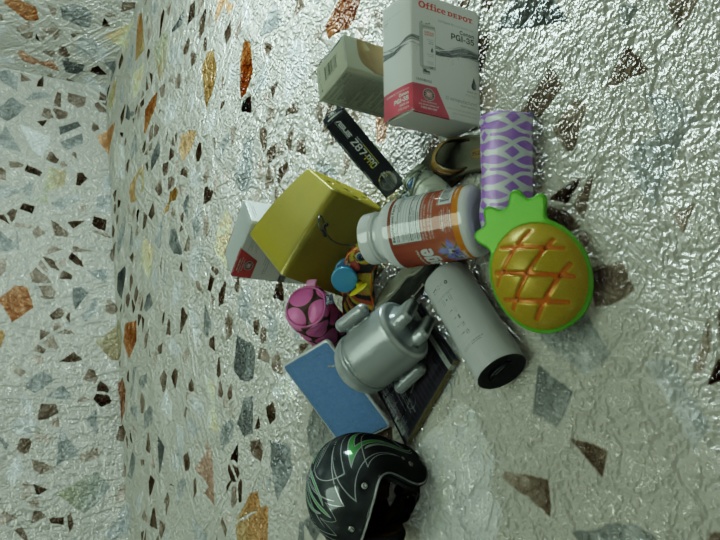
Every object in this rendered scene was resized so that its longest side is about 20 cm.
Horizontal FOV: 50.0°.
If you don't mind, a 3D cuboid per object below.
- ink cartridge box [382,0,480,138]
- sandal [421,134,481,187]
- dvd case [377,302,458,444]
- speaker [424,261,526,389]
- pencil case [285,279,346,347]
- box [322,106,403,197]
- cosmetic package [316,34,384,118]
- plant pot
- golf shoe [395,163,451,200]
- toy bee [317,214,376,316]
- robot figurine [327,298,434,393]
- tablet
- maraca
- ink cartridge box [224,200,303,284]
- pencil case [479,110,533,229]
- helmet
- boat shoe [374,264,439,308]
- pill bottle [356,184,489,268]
[{"bbox_3d":[0.115,-0.333,1.260,0.083,0.146,0.201,-13,75,56],"label":"ink cartridge box"},{"bbox_3d":[0.154,-0.181,1.264,0.200,0.054,0.082,-2,83,59],"label":"sandal"},{"bbox_3d":[0.093,0.180,1.349,0.201,0.016,0.149,-65,35,29],"label":"dvd case"},{"bbox_3d":[0.171,0.081,1.172,0.081,0.081,0.200,-62,38,33],"label":"speaker"},{"bbox_3d":[-0.067,0.095,1.443,0.200,0.090,0.094,58,-150,-62],"label":"pencil case"},{"bbox_3d":[0.001,-0.212,1.364,0.049,0.161,0.200,-38,12,4],"label":"box"},{"bbox_3d":[0.034,-0.327,1.343,0.105,0.199,0.071,-37,52,49],"label":"cosmetic package"},{"bbox_3d":[-0.064,-0.078,1.490,0.177,0.199,0.200,-61,34,12],"label":"plant pot"},{"bbox_3d":[0.104,-0.080,1.315,0.097,0.078,0.200,31,141,17],"label":"golf shoe"},{"bbox_3d":[0.000,0.000,1.367,0.131,0.108,0.201,-87,-17,-51],"label":"toy bee"},{"bbox_3d":[0.035,0.133,1.305,0.200,0.113,0.170,-40,93,28],"label":"robot figurine"},{"bbox_3d":[-0.044,0.230,1.429,0.130,0.014,0.200,-33,96,34],"label":"tablet"},{"bbox_3d":[0.233,-0.012,1.043,0.137,0.107,0.201,-31,71,22],"label":"maraca"},{"bbox_3d":[-0.169,-0.056,1.642,0.147,0.199,0.083,-63,34,30],"label":"ink cartridge box"},{"bbox_3d":[0.211,-0.137,1.135,0.085,0.084,0.201,170,103,-70],"label":"pencil case"},{"bbox_3d":[-0.001,0.371,1.306,0.200,0.190,0.201,-14,73,58],"label":"helmet"},{"bbox_3d":[0.099,0.015,1.339,0.200,0.057,0.067,-47,20,40],"label":"boat shoe"},{"bbox_3d":[0.099,-0.064,1.217,0.199,0.112,0.113,-9,77,32],"label":"pill bottle"}]
